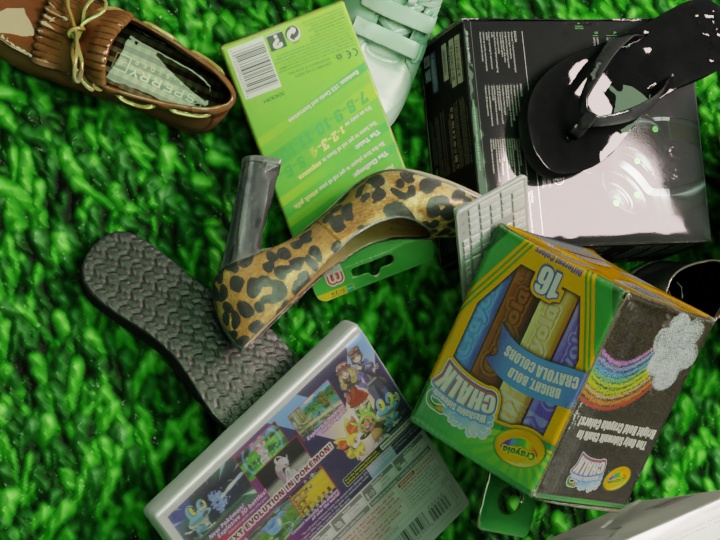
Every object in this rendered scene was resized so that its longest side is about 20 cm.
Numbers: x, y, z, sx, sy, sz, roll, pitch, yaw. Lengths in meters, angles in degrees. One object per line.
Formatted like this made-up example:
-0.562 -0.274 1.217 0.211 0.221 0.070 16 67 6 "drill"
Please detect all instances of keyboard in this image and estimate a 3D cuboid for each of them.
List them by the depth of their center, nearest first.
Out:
0.096 -0.003 1.683 0.056 0.200 0.011 -23 61 -8 "keyboard"

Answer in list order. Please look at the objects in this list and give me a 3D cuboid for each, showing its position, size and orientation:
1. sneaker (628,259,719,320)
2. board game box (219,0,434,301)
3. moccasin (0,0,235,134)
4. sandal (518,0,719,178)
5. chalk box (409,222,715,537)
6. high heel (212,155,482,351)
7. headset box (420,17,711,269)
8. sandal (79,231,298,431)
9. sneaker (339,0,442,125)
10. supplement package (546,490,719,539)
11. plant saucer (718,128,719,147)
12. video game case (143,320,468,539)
0.188 0.059 1.742 0.075 0.106 0.200 45 72 -7 "sneaker"
-0.023 -0.085 1.711 0.095 0.030 0.200 -21 97 -3 "board game box"
-0.183 -0.155 1.669 0.201 0.078 0.074 29 76 -12 "moccasin"
0.193 -0.140 1.711 0.200 0.043 0.076 -37 93 -21 "sandal"
0.131 0.089 1.648 0.125 0.124 0.200 16 103 -51 "chalk box"
0.000 0.000 1.654 0.200 0.071 0.143 7 70 5 "high heel"
0.159 -0.095 1.765 0.200 0.093 0.174 -3 82 -19 "headset box"
-0.114 0.050 1.682 0.200 0.048 0.075 43 72 6 "sandal"
0.030 -0.198 1.726 0.074 0.118 0.201 19 77 -16 "sneaker"
0.213 0.274 1.671 0.147 0.191 0.200 -20 89 -19 "supplement package"
0.313 -0.032 1.779 0.048 0.200 0.200 -8 82 18 "plant saucer"
-0.034 0.165 1.660 0.200 0.023 0.182 -43 121 -19 "video game case"
